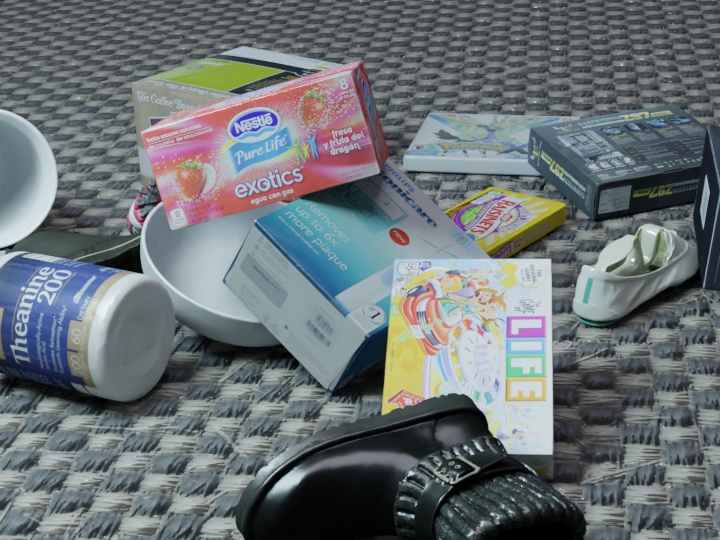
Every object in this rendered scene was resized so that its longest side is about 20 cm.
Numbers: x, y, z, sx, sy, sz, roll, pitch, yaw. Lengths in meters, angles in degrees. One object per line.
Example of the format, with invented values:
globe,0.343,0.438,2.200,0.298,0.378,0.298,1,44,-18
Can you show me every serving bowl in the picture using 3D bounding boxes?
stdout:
serving bowl,-0.114,0.007,1.457,0.199,0.066,0.201,12,37,-9

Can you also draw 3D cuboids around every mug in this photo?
mug,-0.440,-0.091,1.682,0.200,0.148,0.175,-37,20,-15

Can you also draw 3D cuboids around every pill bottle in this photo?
pill bottle,-0.272,0.044,1.361,0.199,0.112,0.111,10,25,27

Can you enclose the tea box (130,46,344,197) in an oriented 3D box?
tea box,-0.131,-0.170,1.828,0.199,0.134,0.196,16,28,38

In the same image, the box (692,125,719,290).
box,0.425,-0.053,1.506,0.181,0.105,0.200,7,24,7

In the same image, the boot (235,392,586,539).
boot,0.033,0.172,1.067,0.210,0.080,0.158,-22,39,-15

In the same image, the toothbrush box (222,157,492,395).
toothbrush box,0.000,0.000,1.391,0.146,0.085,0.200,45,40,15

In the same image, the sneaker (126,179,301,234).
sneaker,-0.156,-0.069,1.674,0.199,0.081,0.075,-3,-18,-25

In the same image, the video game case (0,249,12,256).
video game case,-0.387,0.024,1.544,0.142,0.018,0.200,1,23,8

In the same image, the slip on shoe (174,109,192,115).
slip on shoe,-0.153,-0.083,1.557,0.074,0.200,0.061,-7,51,7

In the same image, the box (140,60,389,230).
box,-0.083,-0.114,1.397,0.199,0.095,0.103,-15,11,10

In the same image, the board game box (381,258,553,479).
board game box,0.088,0.075,1.244,0.134,0.034,0.201,0,48,6

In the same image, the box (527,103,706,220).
box,0.313,-0.127,1.763,0.199,0.051,0.158,-11,33,-21

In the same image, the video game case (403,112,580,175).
video game case,0.166,-0.158,1.913,0.199,0.022,0.182,2,23,12

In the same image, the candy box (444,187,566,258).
candy box,0.124,-0.040,1.631,0.102,0.027,0.200,18,30,33

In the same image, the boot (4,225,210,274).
boot,-0.243,-0.021,1.546,0.199,0.078,0.138,-12,24,-36

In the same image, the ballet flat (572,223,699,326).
ballet flat,0.271,-0.008,1.488,0.069,0.070,0.200,15,28,37
